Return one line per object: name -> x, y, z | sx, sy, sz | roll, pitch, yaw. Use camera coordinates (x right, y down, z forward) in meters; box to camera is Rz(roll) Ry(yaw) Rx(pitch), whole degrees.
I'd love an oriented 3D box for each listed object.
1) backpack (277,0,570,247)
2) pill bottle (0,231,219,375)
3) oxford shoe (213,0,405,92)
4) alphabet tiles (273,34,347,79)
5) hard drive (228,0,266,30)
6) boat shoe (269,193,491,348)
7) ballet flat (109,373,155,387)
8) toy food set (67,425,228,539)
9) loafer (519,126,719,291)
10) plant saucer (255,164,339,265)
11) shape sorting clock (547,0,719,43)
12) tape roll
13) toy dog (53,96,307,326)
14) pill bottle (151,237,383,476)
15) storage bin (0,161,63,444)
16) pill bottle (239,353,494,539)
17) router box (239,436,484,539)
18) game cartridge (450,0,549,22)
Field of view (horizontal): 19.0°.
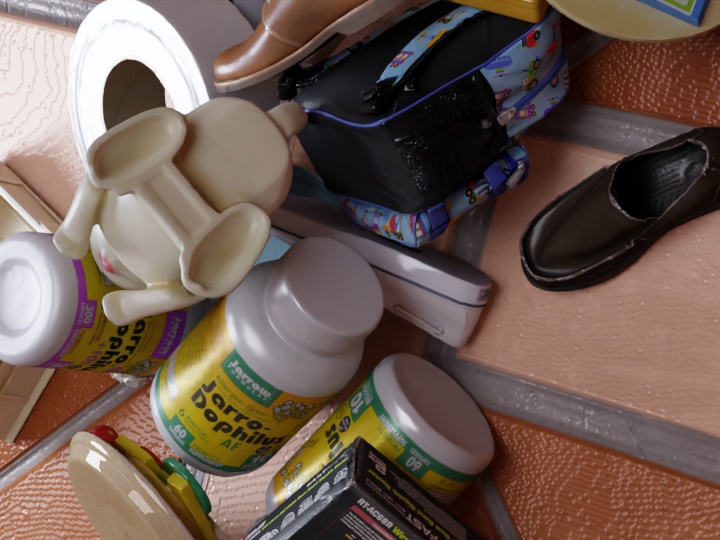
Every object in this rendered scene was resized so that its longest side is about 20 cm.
backpack -> 0.066, -0.128, 1.596 | 0.182, 0.200, 0.135 | 18, 139, 61
pill bottle -> -0.199, 0.029, 1.701 | 0.104, 0.200, 0.105 | -5, 82, 39
oxford shoe -> -0.043, -0.193, 1.574 | 0.200, 0.071, 0.071 | -28, 102, 36
alphabet tiles -> -0.021, -0.241, 1.702 | 0.196, 0.015, 0.200 | -48, 28, 21
hard drive -> -0.104, -0.270, 1.769 | 0.135, 0.042, 0.201 | -14, 64, 54
boat shoe -> 0.000, 0.000, 1.652 | 0.199, 0.074, 0.066 | 25, 106, 17
ballet flat -> -0.200, 0.001, 1.825 | 0.064, 0.075, 0.201 | -20, 65, 58
toy food set -> -0.158, 0.205, 1.692 | 0.049, 0.200, 0.198 | -37, 39, -22
loafer -> 0.188, -0.051, 1.549 | 0.200, 0.071, 0.073 | -33, 66, 27
plant saucer -> -0.073, 0.012, 1.755 | 0.200, 0.027, 0.201 | -6, 80, 34
shape sorting clock -> 0.197, -0.252, 1.528 | 0.039, 0.199, 0.201 | 125, 136, -68
tape roll -> -0.151, -0.126, 1.726 | 0.202, 0.071, 0.203 | 20, 118, 43
toy dog -> -0.138, -0.051, 1.578 | 0.194, 0.139, 0.200 | -53, 7, -26
pill bottle -> -0.067, 0.063, 1.616 | 0.200, 0.112, 0.113 | -46, 58, 43
storage bin -> -0.351, 0.019, 1.911 | 0.200, 0.094, 0.199 | 41, 107, 33
pill bottle -> -0.001, 0.168, 1.628 | 0.200, 0.113, 0.113 | -47, 60, 21
router box -> 0.016, 0.236, 1.561 | 0.150, 0.200, 0.062 | -41, 19, 24
game cartridge -> 0.095, -0.280, 1.589 | 0.176, 0.032, 0.200 | 18, 57, 23
